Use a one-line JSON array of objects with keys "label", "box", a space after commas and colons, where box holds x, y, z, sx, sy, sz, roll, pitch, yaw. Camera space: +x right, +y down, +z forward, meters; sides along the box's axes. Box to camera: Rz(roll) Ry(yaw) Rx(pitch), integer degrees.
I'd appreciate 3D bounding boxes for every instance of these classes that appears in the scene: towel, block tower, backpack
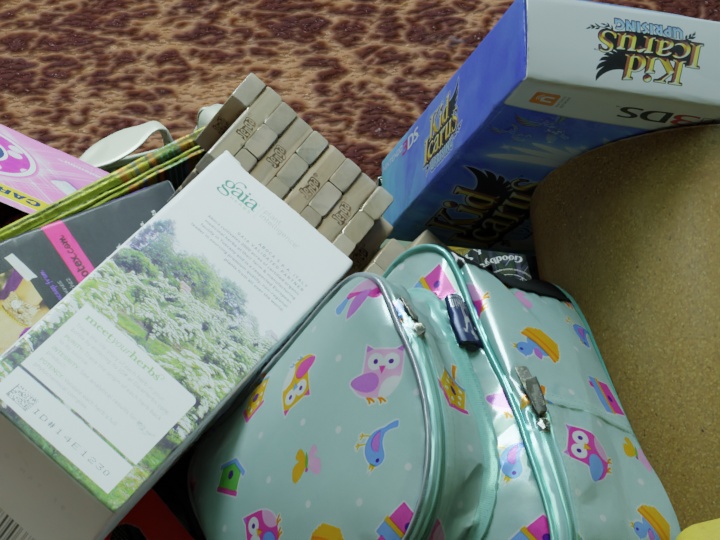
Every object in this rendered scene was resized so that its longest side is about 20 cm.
[{"label": "towel", "box": [-0.136, -0.017, 1.184, 0.200, 0.086, 0.018, -27, 73, -7]}, {"label": "block tower", "box": [0.000, 0.000, 1.117, 0.200, 0.054, 0.058, 42, 55, -4]}, {"label": "backpack", "box": [0.033, 0.107, 0.985, 0.153, 0.176, 0.200, 13, 39, -46]}]

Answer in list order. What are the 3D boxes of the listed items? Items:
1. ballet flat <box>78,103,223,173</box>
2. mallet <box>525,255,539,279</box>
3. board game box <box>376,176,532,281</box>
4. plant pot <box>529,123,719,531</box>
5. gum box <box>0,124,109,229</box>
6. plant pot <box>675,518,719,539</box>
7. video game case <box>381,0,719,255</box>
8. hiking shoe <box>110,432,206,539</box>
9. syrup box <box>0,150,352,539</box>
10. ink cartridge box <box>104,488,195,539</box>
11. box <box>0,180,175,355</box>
[{"label": "ballet flat", "box": [-0.101, -0.061, 1.394, 0.200, 0.070, 0.069, -20, 36, -27]}, {"label": "mallet", "box": [0.110, 0.031, 1.177, 0.066, 0.041, 0.200, -2, 64, -2]}, {"label": "board game box", "box": [0.105, 0.021, 1.213, 0.200, 0.028, 0.135, 2, 69, 2]}, {"label": "plant pot", "box": [0.168, 0.061, 1.057, 0.186, 0.186, 0.200, 0, 68, 3]}, {"label": "gum box", "box": [-0.228, -0.042, 1.271, 0.200, 0.066, 0.114, 24, 18, -11]}, {"label": "plant pot", "box": [0.214, 0.179, 0.884, 0.200, 0.200, 0.176, -11, 23, -15]}, {"label": "video game case", "box": [0.124, -0.056, 1.096, 0.181, 0.200, 0.046, 7, 69, -15]}, {"label": "hiking shoe", "box": [-0.084, 0.137, 1.061, 0.101, 0.076, 0.200, 10, 32, 25]}, {"label": "syrup box", "box": [-0.094, 0.041, 1.014, 0.079, 0.081, 0.200, 41, 43, 2]}, {"label": "ink cartridge box", "box": [-0.137, 0.161, 0.960, 0.200, 0.050, 0.162, -34, 73, -25]}, {"label": "box", "box": [-0.166, 0.054, 1.123, 0.200, 0.122, 0.106, -22, 77, -28]}]
